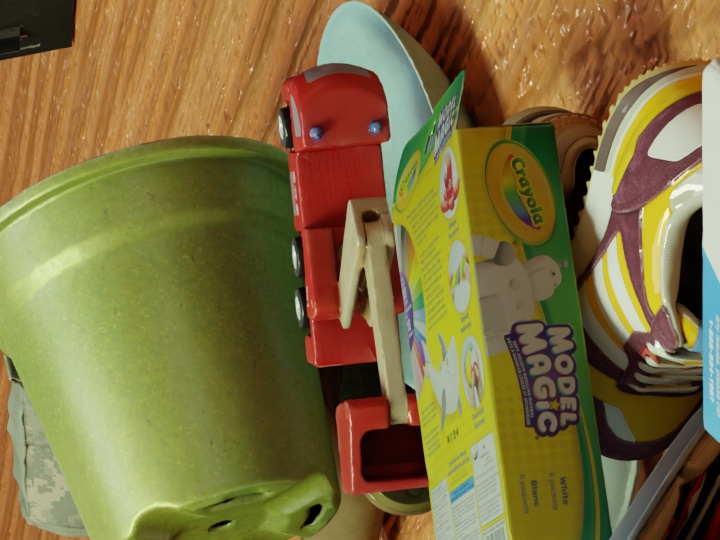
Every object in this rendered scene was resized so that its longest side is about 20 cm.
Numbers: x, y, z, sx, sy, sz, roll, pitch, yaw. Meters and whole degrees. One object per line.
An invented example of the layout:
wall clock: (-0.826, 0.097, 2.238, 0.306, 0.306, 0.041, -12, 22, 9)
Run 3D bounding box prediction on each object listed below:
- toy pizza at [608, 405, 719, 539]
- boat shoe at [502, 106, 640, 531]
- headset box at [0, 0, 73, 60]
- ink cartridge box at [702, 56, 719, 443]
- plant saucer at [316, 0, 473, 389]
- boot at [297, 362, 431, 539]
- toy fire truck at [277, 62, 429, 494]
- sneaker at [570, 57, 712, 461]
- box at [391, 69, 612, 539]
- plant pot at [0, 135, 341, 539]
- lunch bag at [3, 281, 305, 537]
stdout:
toy pizza: (0.107, 0.144, 1.106, 0.032, 0.200, 0.201, 29, 144, 12)
boat shoe: (0.091, 0.032, 1.199, 0.068, 0.074, 0.202, -147, 48, -72)
headset box: (-0.312, -0.236, 2.108, 0.078, 0.148, 0.201, 99, 152, -49)
ink cartridge box: (0.191, 0.025, 0.881, 0.200, 0.083, 0.146, -133, 35, -57)
plant saucer: (0.029, -0.040, 1.395, 0.201, 0.038, 0.203, 168, 90, -71)
boot: (0.004, 0.113, 1.538, 0.201, 0.066, 0.176, 101, 163, -49)
toy fire truck: (0.000, 0.000, 1.311, 0.141, 0.048, 0.202, -170, 75, -80)
sneaker: (0.124, 0.018, 1.093, 0.090, 0.074, 0.201, -113, 20, -45)
box: (0.054, 0.027, 1.131, 0.117, 0.048, 0.202, 132, 131, -70)
plant pot: (-0.098, 0.060, 1.454, 0.201, 0.199, 0.185, 113, 143, -60)
lunch bag: (-0.121, 0.066, 1.654, 0.165, 0.199, 0.118, 97, 153, -47)
